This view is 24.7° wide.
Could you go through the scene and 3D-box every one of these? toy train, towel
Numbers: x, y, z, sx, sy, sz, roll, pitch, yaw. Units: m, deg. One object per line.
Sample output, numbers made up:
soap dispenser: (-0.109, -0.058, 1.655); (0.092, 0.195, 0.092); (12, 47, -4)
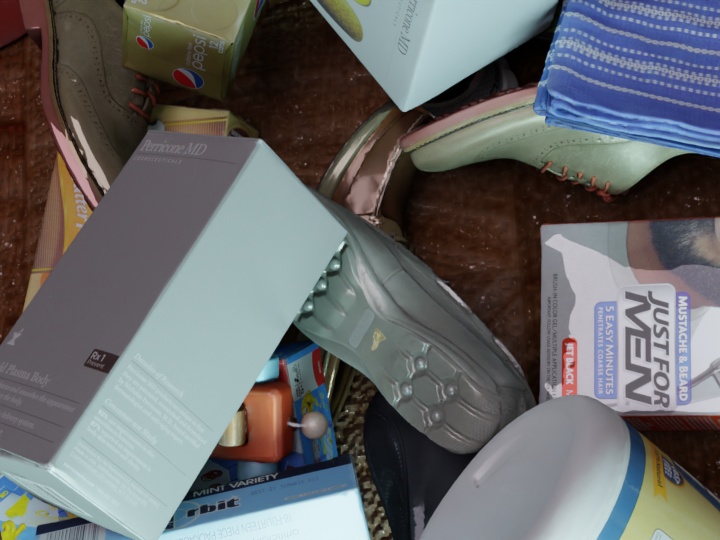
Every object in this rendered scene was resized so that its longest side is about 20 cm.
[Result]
toy train: (-0.099, 0.141, 0.890); (0.150, 0.056, 0.201); (7, 100, 16)
towel: (0.183, -0.144, 0.906); (0.144, 0.024, 0.200); (12, 55, 7)

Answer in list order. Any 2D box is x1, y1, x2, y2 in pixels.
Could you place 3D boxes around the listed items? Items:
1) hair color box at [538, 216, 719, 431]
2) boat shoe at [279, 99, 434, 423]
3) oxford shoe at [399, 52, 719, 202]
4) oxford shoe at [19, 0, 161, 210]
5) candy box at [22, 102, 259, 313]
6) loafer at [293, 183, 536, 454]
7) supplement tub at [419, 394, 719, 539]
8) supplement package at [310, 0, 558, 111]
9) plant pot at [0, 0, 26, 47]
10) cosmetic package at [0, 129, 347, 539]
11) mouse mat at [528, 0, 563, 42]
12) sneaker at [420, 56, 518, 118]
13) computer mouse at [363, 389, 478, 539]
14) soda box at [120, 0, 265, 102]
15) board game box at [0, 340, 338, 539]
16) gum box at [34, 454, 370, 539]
hair color box: (0.200, 0.029, 0.899); (0.199, 0.064, 0.111); (-3, 77, 18)
boat shoe: (0.000, 0.000, 0.978); (0.074, 0.076, 0.200); (28, 97, 18)
oxford shoe: (0.123, -0.073, 0.927); (0.199, 0.070, 0.075); (-11, 95, 2)
oxford shoe: (-0.149, -0.111, 0.986); (0.075, 0.070, 0.200); (-20, 72, 4)
candy box: (-0.142, -0.004, 1.033); (0.115, 0.055, 0.201); (8, 81, 20)
loafer: (0.016, 0.023, 0.906); (0.200, 0.070, 0.070); (47, 118, 24)
supplement tub: (0.137, 0.173, 0.808); (0.200, 0.145, 0.145); (39, 94, -13)
supplement package: (0.014, -0.208, 0.893); (0.109, 0.114, 0.200); (-32, 71, -21)
plant pot: (-0.302, -0.259, 1.082); (0.200, 0.177, 0.201); (-4, 76, 18)
cosmetic package: (-0.107, 0.029, 0.847); (0.107, 0.090, 0.200); (7, 62, 46)
mouse mat: (0.064, -0.230, 0.977); (0.160, 0.008, 0.200); (12, 63, 0)
sneaker: (0.021, -0.167, 0.993); (0.074, 0.087, 0.200); (-37, 69, 9)
computer mouse: (0.066, 0.135, 0.901); (0.053, 0.138, 0.200); (-54, 47, 48)
soda box: (-0.078, -0.204, 0.977); (0.068, 0.064, 0.200); (18, 62, -1)
board game box: (-0.107, 0.152, 0.952); (0.199, 0.056, 0.196); (-9, 95, 18)
gum box: (-0.065, 0.212, 0.869); (0.169, 0.045, 0.201); (-12, 109, -1)
